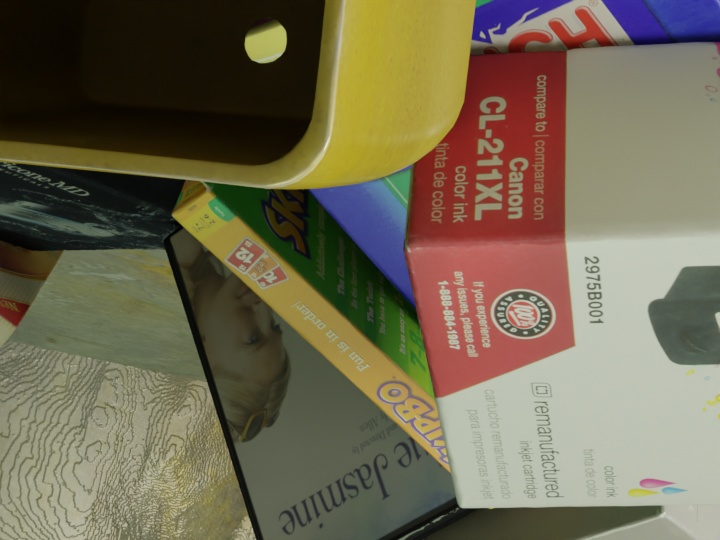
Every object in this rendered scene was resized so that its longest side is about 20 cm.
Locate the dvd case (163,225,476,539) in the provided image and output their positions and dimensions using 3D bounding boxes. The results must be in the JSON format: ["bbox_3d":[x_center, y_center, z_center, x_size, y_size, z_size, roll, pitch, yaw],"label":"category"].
[{"bbox_3d":[-0.015,0.037,0.802,0.143,0.200,0.018,-33,154,30],"label":"dvd case"}]

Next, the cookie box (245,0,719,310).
[{"bbox_3d":[0.068,-0.061,0.608,0.171,0.075,0.200,-15,136,29],"label":"cookie box"}]

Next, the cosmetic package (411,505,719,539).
[{"bbox_3d":[0.082,0.105,0.785,0.090,0.107,0.200,33,137,-32],"label":"cosmetic package"}]

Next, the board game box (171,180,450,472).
[{"bbox_3d":[0.000,0.000,0.691,0.030,0.096,0.200,-31,115,28],"label":"board game box"}]

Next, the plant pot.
[{"bbox_3d":[-0.055,-0.119,0.457,0.200,0.200,0.176,6,179,23],"label":"plant pot"}]

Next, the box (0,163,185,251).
[{"bbox_3d":[-0.176,-0.089,0.910,0.200,0.117,0.197,0,165,41],"label":"box"}]

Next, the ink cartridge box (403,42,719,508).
[{"bbox_3d":[0.124,0.004,0.552,0.200,0.083,0.146,-2,139,11],"label":"ink cartridge box"}]

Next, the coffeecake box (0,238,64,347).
[{"bbox_3d":[-0.264,-0.027,1.044,0.153,0.073,0.200,38,-160,-11],"label":"coffeecake box"}]
